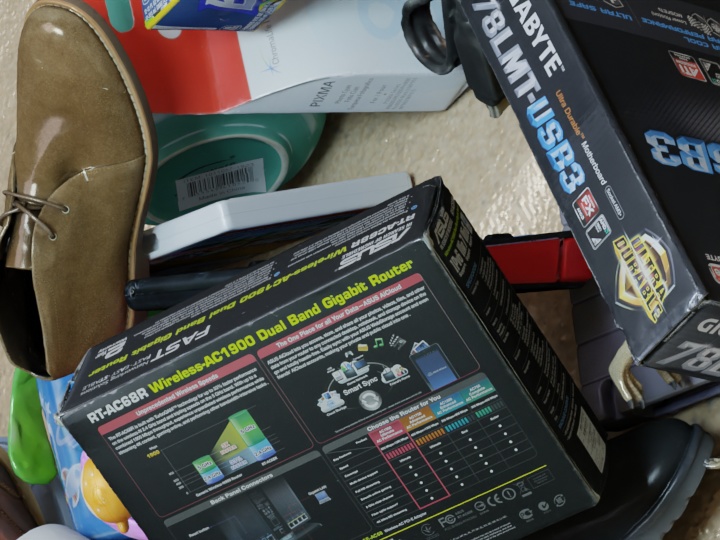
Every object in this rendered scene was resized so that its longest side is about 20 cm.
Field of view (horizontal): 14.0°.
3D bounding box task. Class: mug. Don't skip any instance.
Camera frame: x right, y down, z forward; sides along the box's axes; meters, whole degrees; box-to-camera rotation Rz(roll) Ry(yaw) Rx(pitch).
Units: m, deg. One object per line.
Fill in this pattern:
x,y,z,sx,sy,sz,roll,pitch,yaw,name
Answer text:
-0.085,-0.103,1.587,0.185,0.152,0.115,-40,55,34,mug

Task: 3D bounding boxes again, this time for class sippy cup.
-0.114,0.081,1.596,0.178,0.139,0.131,146,118,-72,sippy cup

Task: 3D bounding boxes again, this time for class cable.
0.057,-0.140,1.416,0.097,0.200,0.050,35,69,28,cable

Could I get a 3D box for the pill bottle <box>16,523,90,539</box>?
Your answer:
-0.102,0.216,1.505,0.199,0.113,0.114,27,100,27,pill bottle

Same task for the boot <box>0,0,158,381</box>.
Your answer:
-0.149,-0.037,1.460,0.073,0.075,0.201,14,120,30,boot

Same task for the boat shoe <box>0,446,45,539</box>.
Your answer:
-0.189,0.188,1.627,0.070,0.070,0.200,-38,83,20,boat shoe

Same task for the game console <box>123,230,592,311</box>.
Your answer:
0.000,0.000,1.426,0.200,0.176,0.031,-7,85,62,game console

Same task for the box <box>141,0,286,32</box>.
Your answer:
-0.042,-0.185,1.409,0.200,0.064,0.070,-37,60,55,box

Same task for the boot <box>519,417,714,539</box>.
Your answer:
0.040,0.077,1.366,0.165,0.200,0.066,-47,10,29,boot

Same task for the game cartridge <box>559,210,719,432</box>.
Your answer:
0.178,-0.013,1.363,0.200,0.038,0.130,-24,58,42,game cartridge

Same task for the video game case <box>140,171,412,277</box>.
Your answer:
-0.088,-0.014,1.575,0.200,0.143,0.018,-18,85,44,video game case

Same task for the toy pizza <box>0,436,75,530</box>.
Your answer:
-0.217,0.200,1.741,0.200,0.032,0.201,-14,71,46,toy pizza

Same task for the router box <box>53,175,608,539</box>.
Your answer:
-0.012,0.068,1.297,0.199,0.150,0.062,-26,22,21,router box

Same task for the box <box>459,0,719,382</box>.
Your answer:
0.156,-0.036,1.219,0.050,0.199,0.199,-48,48,31,box

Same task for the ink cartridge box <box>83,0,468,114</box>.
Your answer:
-0.051,-0.161,1.528,0.047,0.199,0.161,129,134,-55,ink cartridge box

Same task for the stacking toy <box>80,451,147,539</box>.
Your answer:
-0.093,0.095,1.427,0.109,0.200,0.117,-16,91,18,stacking toy

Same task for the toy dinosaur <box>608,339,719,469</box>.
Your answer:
0.162,0.021,1.300,0.101,0.200,0.058,-41,10,29,toy dinosaur
